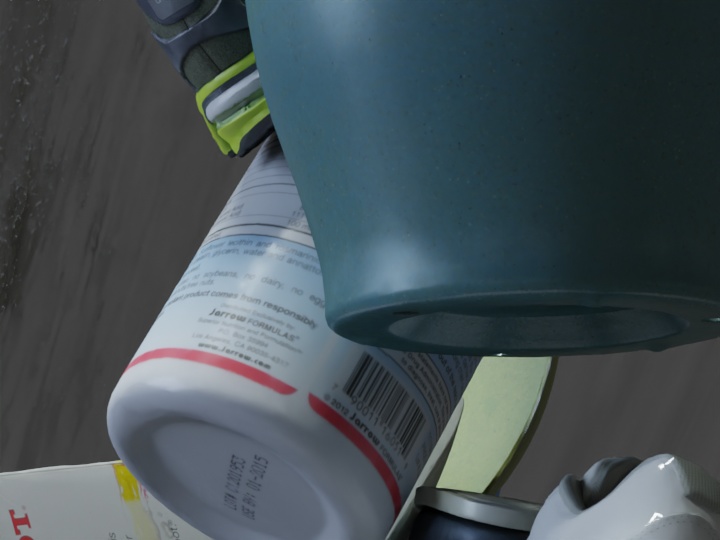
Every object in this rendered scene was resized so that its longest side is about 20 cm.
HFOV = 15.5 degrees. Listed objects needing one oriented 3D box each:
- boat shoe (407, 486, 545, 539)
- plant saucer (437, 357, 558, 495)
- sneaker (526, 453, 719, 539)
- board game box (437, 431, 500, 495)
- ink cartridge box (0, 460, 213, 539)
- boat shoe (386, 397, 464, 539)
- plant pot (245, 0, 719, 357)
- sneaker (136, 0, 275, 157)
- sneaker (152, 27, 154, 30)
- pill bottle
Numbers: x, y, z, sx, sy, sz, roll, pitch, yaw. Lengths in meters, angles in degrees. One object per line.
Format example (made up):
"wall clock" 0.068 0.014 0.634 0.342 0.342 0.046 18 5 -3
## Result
"boat shoe" 0.041 0.115 0.951 0.200 0.075 0.062 129 158 -78
"plant saucer" 0.014 0.044 1.161 0.200 0.031 0.200 -22 55 35
"sneaker" 0.068 0.109 0.801 0.200 0.078 0.099 -41 27 63
"board game box" -0.033 0.139 1.208 0.200 0.037 0.151 6 76 45
"ink cartridge box" -0.106 0.164 1.070 0.145 0.200 0.147 -28 71 40
"boat shoe" -0.018 0.106 1.027 0.200 0.062 0.073 -55 -12 -43
"plant pot" 0.053 -0.072 0.838 0.200 0.200 0.188 133 138 -77
"sneaker" -0.030 -0.120 0.977 0.074 0.081 0.200 -32 17 23
"sneaker" -0.044 -0.188 1.286 0.067 0.090 0.200 56 -133 -70
"pill bottle" 0.000 0.000 0.951 0.200 0.109 0.109 -60 -2 -29
